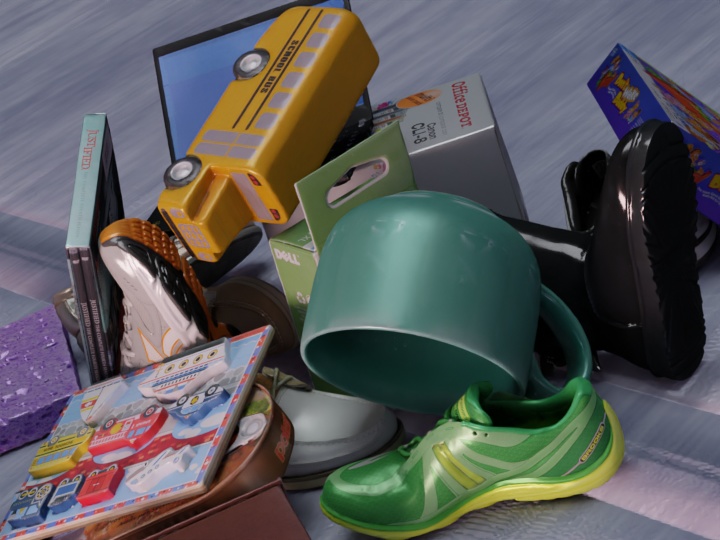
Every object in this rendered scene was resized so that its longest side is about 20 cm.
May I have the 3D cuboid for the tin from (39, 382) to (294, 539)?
[{"bbox_3d":[-0.131,0.145,1.220,0.199,0.042,0.112,-26,34,24],"label":"tin"}]

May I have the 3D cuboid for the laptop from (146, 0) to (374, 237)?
[{"bbox_3d":[-0.089,-0.122,1.391,0.176,0.104,0.200,-16,20,16],"label":"laptop"}]

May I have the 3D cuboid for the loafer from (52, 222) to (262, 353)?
[{"bbox_3d":[-0.177,-0.003,1.575,0.200,0.072,0.063,-34,73,-27],"label":"loafer"}]

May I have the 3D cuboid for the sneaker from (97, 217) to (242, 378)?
[{"bbox_3d":[-0.152,0.050,1.329,0.092,0.200,0.076,-24,38,11],"label":"sneaker"}]

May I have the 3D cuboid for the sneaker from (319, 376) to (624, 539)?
[{"bbox_3d":[0.067,0.113,1.153,0.199,0.084,0.074,-16,24,7],"label":"sneaker"}]

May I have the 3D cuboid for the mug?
[{"bbox_3d":[0.054,0.023,1.208,0.151,0.185,0.115,-7,61,38],"label":"mug"}]

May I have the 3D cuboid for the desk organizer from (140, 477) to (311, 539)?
[{"bbox_3d":[-0.118,0.211,1.093,0.199,0.072,0.077,-23,26,-10],"label":"desk organizer"}]

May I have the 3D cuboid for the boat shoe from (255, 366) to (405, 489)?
[{"bbox_3d":[-0.067,0.108,1.278,0.199,0.069,0.075,-6,27,25],"label":"boat shoe"}]

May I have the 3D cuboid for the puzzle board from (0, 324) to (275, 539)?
[{"bbox_3d":[-0.160,0.113,1.247,0.199,0.017,0.151,-19,33,33],"label":"puzzle board"}]

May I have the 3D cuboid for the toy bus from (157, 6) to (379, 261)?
[{"bbox_3d":[-0.066,-0.099,1.304,0.078,0.065,0.201,8,55,33],"label":"toy bus"}]

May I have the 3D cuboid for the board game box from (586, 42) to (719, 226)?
[{"bbox_3d":[0.259,-0.097,1.406,0.045,0.134,0.200,-53,18,17],"label":"board game box"}]

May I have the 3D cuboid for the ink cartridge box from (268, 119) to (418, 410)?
[{"bbox_3d":[0.000,0.000,1.298,0.104,0.201,0.059,-32,29,-29],"label":"ink cartridge box"}]

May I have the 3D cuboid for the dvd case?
[{"bbox_3d":[-0.196,0.003,1.372,0.022,0.201,0.147,-1,46,0],"label":"dvd case"}]

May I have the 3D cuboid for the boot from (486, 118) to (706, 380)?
[{"bbox_3d":[0.150,-0.015,1.241,0.162,0.199,0.073,11,34,38],"label":"boot"}]

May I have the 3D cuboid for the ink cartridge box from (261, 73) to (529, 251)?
[{"bbox_3d":[0.031,-0.048,1.448,0.199,0.145,0.145,-17,23,5],"label":"ink cartridge box"}]

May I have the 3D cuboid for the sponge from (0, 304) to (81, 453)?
[{"bbox_3d":[-0.295,0.094,1.524,0.111,0.030,0.200,-21,24,-7],"label":"sponge"}]

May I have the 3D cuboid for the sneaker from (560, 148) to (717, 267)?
[{"bbox_3d":[0.212,-0.050,1.357,0.075,0.116,0.201,-3,25,31],"label":"sneaker"}]

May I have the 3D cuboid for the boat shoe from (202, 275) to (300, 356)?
[{"bbox_3d":[-0.124,0.051,1.449,0.069,0.074,0.199,-38,21,-33],"label":"boat shoe"}]
